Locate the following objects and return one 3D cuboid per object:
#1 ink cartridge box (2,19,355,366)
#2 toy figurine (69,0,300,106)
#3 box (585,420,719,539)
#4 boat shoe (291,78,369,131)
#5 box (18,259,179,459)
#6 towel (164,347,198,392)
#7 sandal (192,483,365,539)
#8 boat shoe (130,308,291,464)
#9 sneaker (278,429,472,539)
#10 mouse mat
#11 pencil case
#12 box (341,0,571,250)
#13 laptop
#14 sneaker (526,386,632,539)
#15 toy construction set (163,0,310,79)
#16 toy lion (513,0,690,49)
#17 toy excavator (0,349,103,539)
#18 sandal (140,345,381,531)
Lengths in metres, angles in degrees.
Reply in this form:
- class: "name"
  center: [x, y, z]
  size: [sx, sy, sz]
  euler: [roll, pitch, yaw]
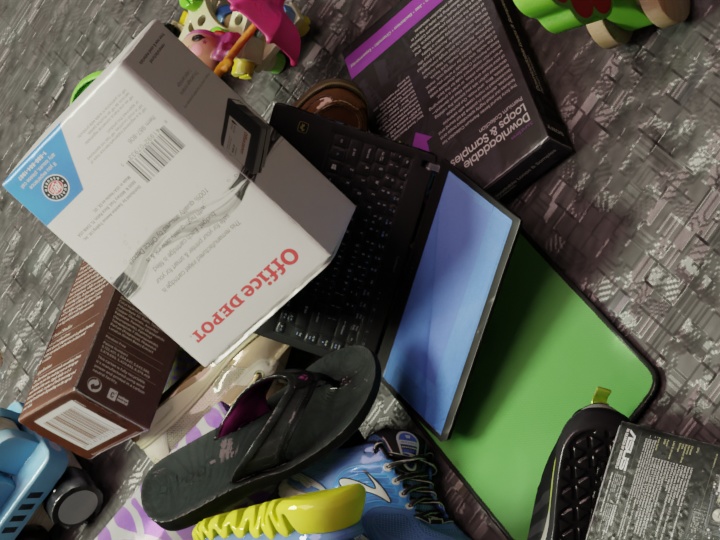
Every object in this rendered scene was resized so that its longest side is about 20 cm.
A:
- class: "ink cartridge box"
  center: [-0.126, -0.052, 1.579]
  size: [0.145, 0.200, 0.084]
  euler: [-41, 12, 31]
- class: "toy figurine"
  center: [-0.126, -0.142, 1.722]
  size: [0.200, 0.150, 0.184]
  euler: [-19, 29, 49]
- class: "box"
  center: [0.216, 0.210, 1.373]
  size: [0.164, 0.086, 0.200]
  euler: [11, 82, 45]
- class: "boat shoe"
  center: [-0.047, -0.050, 1.707]
  size: [0.068, 0.072, 0.200]
  euler: [-96, 30, -57]
- class: "box"
  center: [-0.186, 0.038, 1.749]
  size: [0.100, 0.075, 0.200]
  euler: [-28, 38, 51]
- class: "towel"
  center: [-0.170, 0.064, 1.834]
  size: [0.200, 0.023, 0.144]
  euler: [10, 82, 44]
- class: "sandal"
  center: [-0.056, 0.201, 1.550]
  size: [0.200, 0.079, 0.087]
  euler: [-21, 82, 63]
- class: "boat shoe"
  center: [-0.087, 0.082, 1.724]
  size: [0.200, 0.065, 0.072]
  euler: [-42, 4, 5]
- class: "sneaker"
  center: [0.022, 0.159, 1.580]
  size: [0.200, 0.078, 0.089]
  euler: [29, 97, 45]
- class: "mouse mat"
  center: [0.110, 0.078, 1.579]
  size: [0.161, 0.008, 0.200]
  euler: [-53, 46, 14]
- class: "pencil case"
  center: [-0.134, 0.192, 1.670]
  size: [0.200, 0.085, 0.084]
  euler: [-48, 52, 4]
- class: "box"
  center: [0.069, -0.129, 1.679]
  size: [0.143, 0.036, 0.200]
  euler: [-38, 50, 28]
- class: "laptop"
  center: [0.000, 0.000, 1.605]
  size: [0.200, 0.103, 0.178]
  euler: [19, 107, 4]
- class: "sneaker"
  center: [0.145, 0.178, 1.480]
  size: [0.083, 0.072, 0.200]
  euler: [-88, 13, -81]
- class: "toy construction set"
  center: [-0.136, -0.150, 1.846]
  size: [0.131, 0.092, 0.200]
  euler: [30, 84, 45]
- class: "toy lion"
  center: [0.148, -0.253, 1.544]
  size: [0.069, 0.192, 0.200]
  euler: [-16, 63, 38]
- class: "toy excavator"
  center: [-0.302, 0.143, 1.799]
  size: [0.195, 0.200, 0.100]
  euler: [-53, 47, 14]
- class: "sandal"
  center: [-0.073, 0.116, 1.587]
  size: [0.200, 0.048, 0.075]
  euler: [-34, 46, 5]
